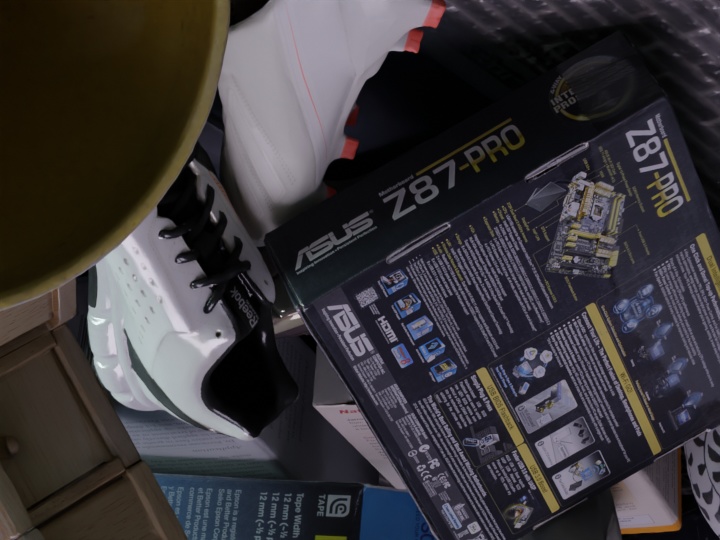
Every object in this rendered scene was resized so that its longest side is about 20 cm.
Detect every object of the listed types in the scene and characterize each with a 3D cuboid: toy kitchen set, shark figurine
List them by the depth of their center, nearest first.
[{"bbox_3d":[-0.146,0.063,1.019,0.163,0.201,0.180,-31,-177,-38],"label":"toy kitchen set"},{"bbox_3d":[0.109,0.110,1.089,0.089,0.215,0.128,-42,109,5],"label":"shark figurine"}]

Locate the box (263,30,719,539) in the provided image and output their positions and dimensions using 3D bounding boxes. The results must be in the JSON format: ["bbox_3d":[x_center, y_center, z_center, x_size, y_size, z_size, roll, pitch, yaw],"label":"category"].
[{"bbox_3d":[0.070,0.019,1.003,0.161,0.049,0.200,-29,138,2],"label":"box"}]

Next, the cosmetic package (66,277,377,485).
[{"bbox_3d":[-0.072,0.072,1.233,0.101,0.072,0.200,-5,153,21],"label":"cosmetic package"}]

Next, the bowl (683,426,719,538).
[{"bbox_3d":[0.233,0.114,1.179,0.199,0.095,0.201,14,174,2],"label":"bowl"}]

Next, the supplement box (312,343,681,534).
[{"bbox_3d":[0.071,0.063,1.195,0.125,0.074,0.200,-5,154,19],"label":"supplement box"}]

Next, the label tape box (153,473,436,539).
[{"bbox_3d":[-0.060,0.173,1.172,0.199,0.144,0.066,3,155,5],"label":"label tape box"}]

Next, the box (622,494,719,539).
[{"bbox_3d":[0.086,0.187,1.310,0.147,0.105,0.199,-4,-174,39],"label":"box"}]

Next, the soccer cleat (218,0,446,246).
[{"bbox_3d":[-0.029,-0.077,0.931,0.077,0.070,0.200,16,147,-11],"label":"soccer cleat"}]

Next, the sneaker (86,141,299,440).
[{"bbox_3d":[-0.070,-0.017,0.946,0.080,0.074,0.201,24,146,36],"label":"sneaker"}]

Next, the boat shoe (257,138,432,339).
[{"bbox_3d":[0.000,0.000,1.077,0.199,0.075,0.073,-11,151,35],"label":"boat shoe"}]

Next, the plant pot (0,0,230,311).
[{"bbox_3d":[-0.161,-0.092,0.810,0.199,0.201,0.142,20,177,-29],"label":"plant pot"}]
